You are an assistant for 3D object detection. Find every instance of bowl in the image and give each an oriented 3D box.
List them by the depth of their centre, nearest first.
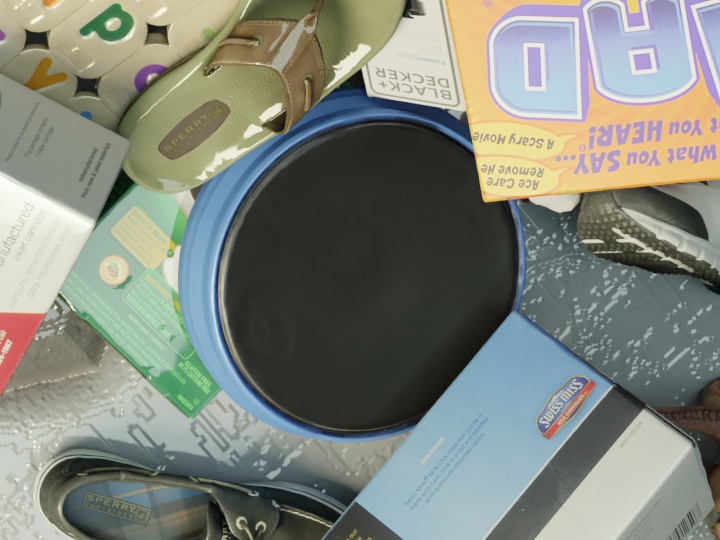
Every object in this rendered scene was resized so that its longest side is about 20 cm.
[{"bbox_3d":[0.000,0.000,1.548,0.200,0.039,0.201,-6,106,-20],"label":"bowl"}]

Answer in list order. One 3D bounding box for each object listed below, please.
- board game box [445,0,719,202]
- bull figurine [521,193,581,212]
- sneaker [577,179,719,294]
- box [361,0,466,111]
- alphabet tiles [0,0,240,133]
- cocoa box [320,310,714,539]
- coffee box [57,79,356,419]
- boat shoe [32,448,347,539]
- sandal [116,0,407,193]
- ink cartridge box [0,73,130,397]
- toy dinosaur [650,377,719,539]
[{"bbox_3d":[0.164,-0.166,1.399,0.200,0.200,0.200,-5,107,22],"label":"board game box"},{"bbox_3d":[0.145,-0.120,1.589,0.200,0.065,0.121,-30,103,-22],"label":"bull figurine"},{"bbox_3d":[0.196,-0.033,1.598,0.200,0.074,0.080,15,83,-46],"label":"sneaker"},{"bbox_3d":[0.034,-0.194,1.472,0.060,0.200,0.117,9,52,19],"label":"box"},{"bbox_3d":[-0.119,-0.139,1.465,0.196,0.015,0.200,-36,124,17],"label":"alphabet tiles"},{"bbox_3d":[0.080,0.149,1.554,0.131,0.133,0.200,37,82,21],"label":"cocoa box"},{"bbox_3d":[-0.070,-0.029,1.567,0.123,0.044,0.200,44,87,-16],"label":"coffee box"},{"bbox_3d":[-0.086,0.148,1.581,0.200,0.057,0.069,13,94,-15],"label":"boat shoe"},{"bbox_3d":[-0.048,-0.100,1.455,0.080,0.057,0.201,36,117,-21],"label":"sandal"},{"bbox_3d":[-0.244,-0.041,1.459,0.200,0.083,0.146,27,125,-7],"label":"ink cartridge box"},{"bbox_3d":[0.244,0.131,1.618,0.086,0.136,0.200,-45,105,-4],"label":"toy dinosaur"}]
